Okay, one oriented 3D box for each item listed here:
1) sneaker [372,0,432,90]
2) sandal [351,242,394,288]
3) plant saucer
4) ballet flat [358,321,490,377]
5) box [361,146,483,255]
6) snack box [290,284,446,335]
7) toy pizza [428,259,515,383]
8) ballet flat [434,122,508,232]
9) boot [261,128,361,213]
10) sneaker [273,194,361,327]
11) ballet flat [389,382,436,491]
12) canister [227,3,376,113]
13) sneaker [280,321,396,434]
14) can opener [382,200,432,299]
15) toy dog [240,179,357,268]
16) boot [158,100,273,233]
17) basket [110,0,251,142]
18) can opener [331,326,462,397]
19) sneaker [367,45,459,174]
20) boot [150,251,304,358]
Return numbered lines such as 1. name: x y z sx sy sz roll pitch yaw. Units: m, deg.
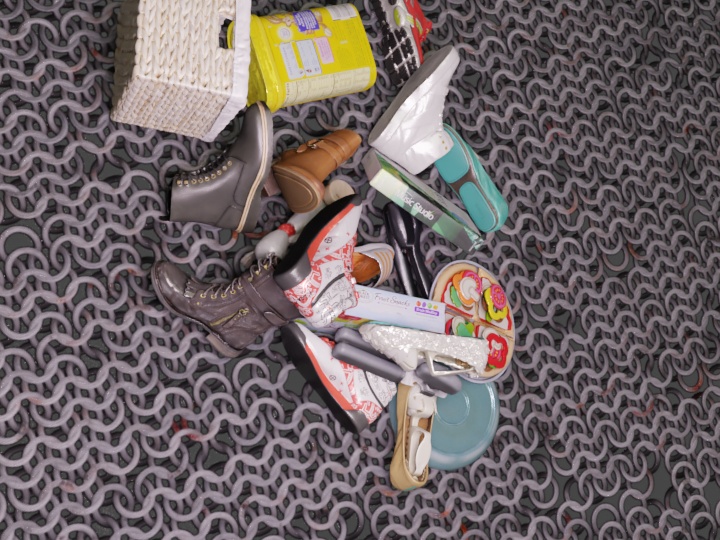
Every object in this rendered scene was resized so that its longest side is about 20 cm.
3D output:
1. sneaker: 0.085 -0.387 1.777 0.085 0.077 0.200 -8 86 -37
2. sandal: -0.005 0.006 1.607 0.059 0.079 0.207 47 24 22
3. plant saucer: 0.139 0.213 1.703 0.200 0.027 0.200 5 77 -24
4. ballet flat: 0.095 0.116 1.545 0.200 0.072 0.072 9 76 -16
5. box: 0.094 -0.110 1.687 0.200 0.144 0.036 33 103 -16
6. snack box: 0.006 0.066 1.604 0.200 0.142 0.053 13 74 -22
7. toy pizza: 0.185 0.079 1.718 0.200 0.032 0.201 15 67 -39
8. ballet flat: 0.179 -0.154 1.779 0.070 0.067 0.200 -23 82 -55
9. boot: -0.058 -0.151 1.590 0.155 0.200 0.077 -30 106 -19
10. sneaker: -0.036 -0.011 1.482 0.108 0.067 0.201 55 44 -20
11. ballet flat: 0.089 0.231 1.624 0.069 0.063 0.200 14 74 -30
12. canister: -0.087 -0.331 1.675 0.200 0.087 0.149 -16 87 -28
13. sneaker: -0.028 0.135 1.618 0.108 0.067 0.201 -41 101 -27
14. can opener: 0.075 -0.015 1.704 0.079 0.063 0.200 -22 100 -54
15. toy dog: -0.071 -0.044 1.593 0.096 0.132 0.200 49 63 -2
16. boot: -0.205 -0.147 1.543 0.138 0.077 0.200 3 113 -21
17. basket: -0.253 -0.310 1.529 0.161 0.200 0.199 6 76 -22
18. can opener: 0.055 0.132 1.590 0.200 0.066 0.053 21 54 -15
19. sneaker: 0.115 -0.249 1.718 0.116 0.074 0.200 36 97 -21
20. boot: -0.174 0.023 1.508 0.200 0.174 0.069 44 33 -18
